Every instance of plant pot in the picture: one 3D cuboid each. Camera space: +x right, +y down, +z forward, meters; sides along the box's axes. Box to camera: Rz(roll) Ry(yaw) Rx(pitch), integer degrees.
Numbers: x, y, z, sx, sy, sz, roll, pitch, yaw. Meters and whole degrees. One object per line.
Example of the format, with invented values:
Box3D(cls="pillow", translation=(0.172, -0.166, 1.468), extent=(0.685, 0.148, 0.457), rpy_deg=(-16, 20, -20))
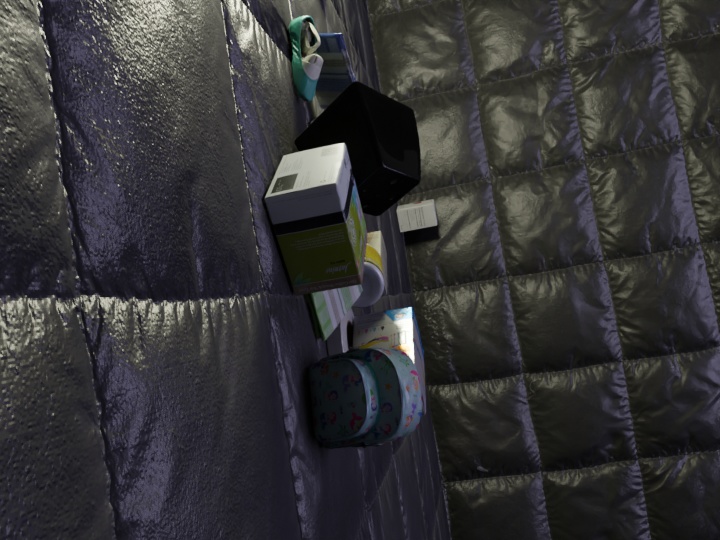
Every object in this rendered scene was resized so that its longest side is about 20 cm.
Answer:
Box3D(cls="plant pot", translation=(0.015, -0.232, 1.339), extent=(0.198, 0.199, 0.180), rpy_deg=(9, 52, -48))

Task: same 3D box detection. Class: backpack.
Box3D(cls="backpack", translation=(0.008, 0.228, 1.169), extent=(0.150, 0.197, 0.181), rpy_deg=(15, 65, -57))

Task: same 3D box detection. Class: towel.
Box3D(cls="towel", translation=(-0.071, -0.476, 1.559), extent=(0.024, 0.145, 0.202), rpy_deg=(-50, 136, -32))
Box3D(cls="towel", translation=(-0.059, 0.029, 1.328), extent=(0.200, 0.030, 0.152), rpy_deg=(-49, 131, -54))

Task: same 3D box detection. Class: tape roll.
Box3D(cls="tape roll", translation=(-0.035, 0.168, 1.446), extent=(0.203, 0.036, 0.207), rpy_deg=(-10, 90, -80))

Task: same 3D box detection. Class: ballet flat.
Box3D(cls="ballet flat", translation=(-0.119, -0.486, 1.456), extent=(0.067, 0.070, 0.204), rpy_deg=(7, 70, -49))

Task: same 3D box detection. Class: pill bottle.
Box3D(cls="pill bottle", translation=(0.000, 0.000, 1.567), extent=(0.201, 0.110, 0.114), rpy_deg=(-91, 169, -68))

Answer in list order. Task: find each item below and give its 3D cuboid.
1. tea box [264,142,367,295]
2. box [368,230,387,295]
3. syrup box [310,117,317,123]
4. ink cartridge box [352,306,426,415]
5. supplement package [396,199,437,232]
Box3D(cls="tea box", translation=(-0.073, -0.096, 1.185), extent=(0.201, 0.131, 0.200), rpy_deg=(-83, 162, -59))
Box3D(cls="box", translation=(0.034, -0.018, 1.909), extent=(0.202, 0.076, 0.096), rpy_deg=(-86, 164, -54))
Box3D(cls="syrup box", translation=(-0.067, -0.352, 1.621), extent=(0.200, 0.080, 0.080), rpy_deg=(-72, 153, -69))
Box3D(cls="ink cartridge box", translation=(0.064, 0.209, 1.446), extent=(0.202, 0.144, 0.147), rpy_deg=(-87, 164, -54))
Box3D(cls="supplement package", translation=(0.296, -0.287, 3.372), extent=(0.121, 0.196, 0.122), rpy_deg=(-70, 149, -72))
